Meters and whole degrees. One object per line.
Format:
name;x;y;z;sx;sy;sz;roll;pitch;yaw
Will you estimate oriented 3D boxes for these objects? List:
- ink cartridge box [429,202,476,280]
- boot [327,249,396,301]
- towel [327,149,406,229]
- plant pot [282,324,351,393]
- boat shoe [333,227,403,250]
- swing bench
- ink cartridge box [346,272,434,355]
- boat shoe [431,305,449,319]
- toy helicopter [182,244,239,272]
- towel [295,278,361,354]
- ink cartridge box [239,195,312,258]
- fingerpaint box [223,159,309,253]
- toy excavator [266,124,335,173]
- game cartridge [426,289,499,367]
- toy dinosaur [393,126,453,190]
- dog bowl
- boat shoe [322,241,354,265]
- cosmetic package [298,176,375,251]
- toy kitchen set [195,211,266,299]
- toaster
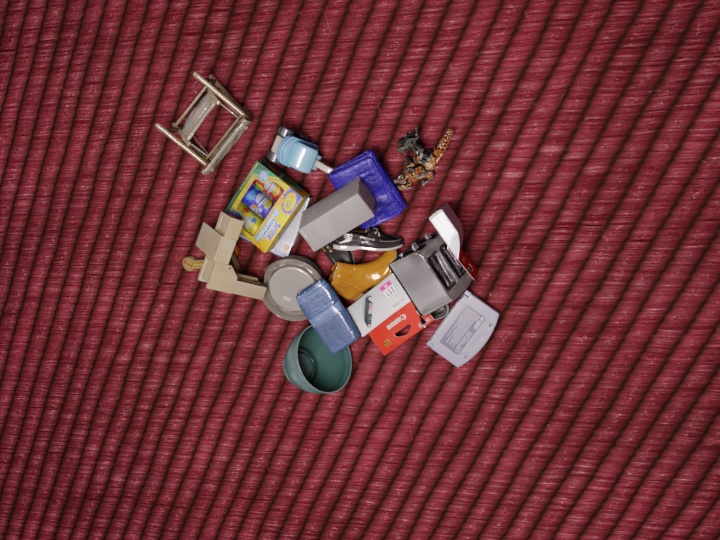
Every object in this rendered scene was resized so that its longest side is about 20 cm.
ink cartridge box;0.263;-0.081;1.547;0.047;0.160;0.201;-36;92;18
boot;0.000;0.000;1.642;0.143;0.071;0.202;23;114;-23
towel;0.020;-0.214;1.593;0.147;0.050;0.201;-27;119;15
plant pot;-0.143;0.268;1.705;0.134;0.200;0.201;-25;96;43
boat shoe;0.021;-0.091;1.626;0.198;0.074;0.061;0;107;-3
swing bench;-0.429;-0.414;1.651;0.200;0.130;0.199;44;106;-5
ink cartridge box;0.077;0.126;1.628;0.200;0.044;0.174;-39;86;25
boat shoe;0.153;0.114;1.664;0.198;0.057;0.069;0;101;13
toy helicopter;-0.454;-0.010;1.776;0.198;0.079;0.133;2;111;23
towel;-0.090;0.128;1.645;0.111;0.049;0.201;-31;94;15
ink cartridge box;-0.262;-0.162;1.707;0.198;0.041;0.201;26;106;7
fingerpaint box;-0.268;-0.181;1.644;0.167;0.073;0.200;39;108;3
toy excavator;-0.131;-0.300;1.612;0.200;0.194;0.100;38;108;32
game cartridge;0.297;0.170;1.656;0.133;0.041;0.201;37;107;7
toy dinosaur;0.163;-0.308;1.575;0.200;0.102;0.136;-46;105;-1
dog bowl;-0.193;0.047;1.705;0.198;0.059;0.202;4;116;8
boat shoe;-0.084;-0.079;1.675;0.073;0.063;0.202;-29;96;12
cosmetic package;-0.062;-0.151;1.553;0.199;0.107;0.090;-25;120;21
toy kitchen set;-0.355;-0.052;1.655;0.179;0.163;0.201;16;98;-37
toaster;0.191;0.012;1.561;0.118;0.181;0.201;-31;93;39
